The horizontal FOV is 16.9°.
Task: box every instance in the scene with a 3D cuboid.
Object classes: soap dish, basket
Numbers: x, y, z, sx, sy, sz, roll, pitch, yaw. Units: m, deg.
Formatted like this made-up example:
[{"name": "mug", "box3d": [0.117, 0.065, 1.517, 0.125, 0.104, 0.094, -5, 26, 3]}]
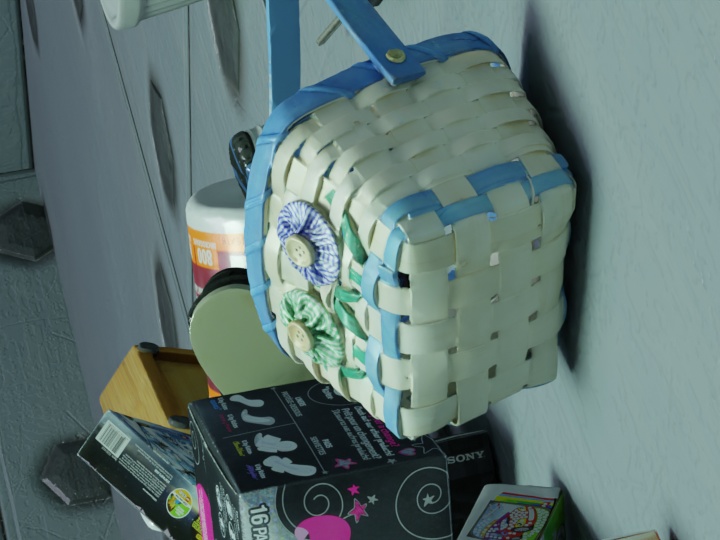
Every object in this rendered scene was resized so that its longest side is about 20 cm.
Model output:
[{"name": "soap dish", "box3d": [-0.096, 0.121, 1.748, 0.200, 0.156, 0.082, -126, 45, -66]}, {"name": "basket", "box3d": [0.008, -0.039, 1.102, 0.200, 0.138, 0.177, -126, 26, -44]}]

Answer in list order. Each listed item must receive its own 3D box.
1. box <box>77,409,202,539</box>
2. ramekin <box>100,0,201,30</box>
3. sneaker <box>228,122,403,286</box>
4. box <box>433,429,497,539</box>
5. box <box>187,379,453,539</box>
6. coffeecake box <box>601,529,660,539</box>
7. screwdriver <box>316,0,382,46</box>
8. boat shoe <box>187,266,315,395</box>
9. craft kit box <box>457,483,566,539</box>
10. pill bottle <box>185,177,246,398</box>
[{"name": "box", "box3d": [-0.073, 0.170, 1.539, 0.200, 0.040, 0.137, 38, -174, 28]}, {"name": "ramekin", "box3d": [-0.157, -0.287, 1.821, 0.202, 0.094, 0.204, 171, 90, -78]}, {"name": "sneaker", "box3d": [0.000, 0.000, 1.364, 0.201, 0.077, 0.076, 65, 170, -19]}, {"name": "box", "box3d": [0.056, 0.189, 1.322, 0.143, 0.036, 0.201, 147, 114, -78]}, {"name": "box", "box3d": [-0.014, 0.173, 1.285, 0.132, 0.114, 0.201, -130, 32, -65]}, {"name": "coffeecake box", "box3d": [0.119, 0.224, 0.944, 0.200, 0.073, 0.154, -118, 20, -58]}, {"name": "screwdriver", "box3d": [-0.003, -0.153, 1.352, 0.200, 0.028, 0.029, 162, 129, -79]}, {"name": "boat shoe", "box3d": [-0.033, 0.089, 1.373, 0.202, 0.073, 0.063, 62, -172, -14]}, {"name": "craft kit box", "box3d": [0.059, 0.230, 1.101, 0.198, 0.048, 0.201, -49, -42, -61]}, {"name": "pill bottle", "box3d": [-0.039, 0.047, 1.469, 0.114, 0.113, 0.201, -138, 40, -72]}]
